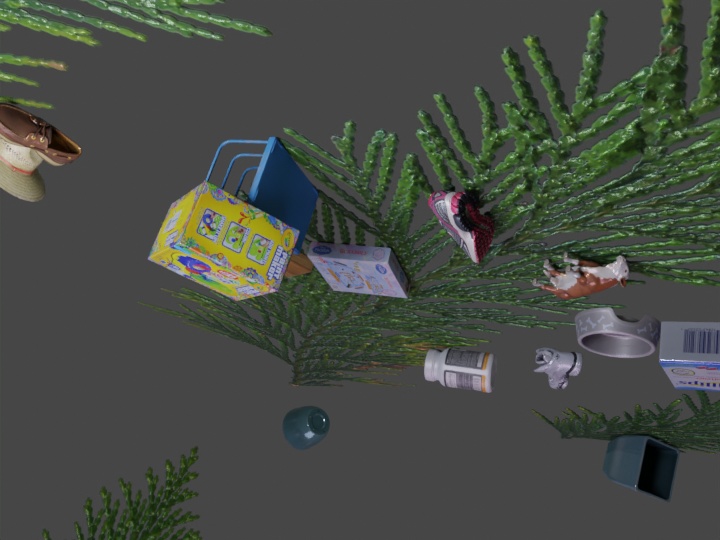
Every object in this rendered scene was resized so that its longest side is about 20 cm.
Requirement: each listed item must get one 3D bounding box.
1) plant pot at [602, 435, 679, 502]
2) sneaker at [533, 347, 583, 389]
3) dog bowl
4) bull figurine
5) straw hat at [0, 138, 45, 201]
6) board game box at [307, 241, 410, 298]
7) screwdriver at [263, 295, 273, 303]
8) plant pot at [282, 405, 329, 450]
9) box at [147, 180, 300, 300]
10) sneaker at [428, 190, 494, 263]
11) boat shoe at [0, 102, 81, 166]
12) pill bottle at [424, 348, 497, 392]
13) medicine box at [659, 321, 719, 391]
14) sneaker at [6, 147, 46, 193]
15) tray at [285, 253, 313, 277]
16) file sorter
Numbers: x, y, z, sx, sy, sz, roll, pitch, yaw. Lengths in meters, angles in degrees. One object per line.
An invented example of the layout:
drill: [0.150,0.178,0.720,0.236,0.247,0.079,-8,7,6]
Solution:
plant pot: [1.007,0.710,2.739,0.195,0.197,0.200,25,165,-26]
sneaker: [0.532,0.268,2.081,0.114,0.075,0.200,14,153,0]
dog bowl: [0.606,0.151,1.770,0.199,0.059,0.200,12,159,4]
bull figurine: [0.446,0.012,1.517,0.121,0.065,0.200,24,154,-15]
straw hat: [-0.692,-0.243,1.517,0.085,0.201,0.201,-37,139,11]
board game box: [0.000,0.000,1.778,0.199,0.041,0.200,6,157,20]
screwdriver: [-0.297,0.047,2.097,0.028,0.029,0.200,-1,158,30]
plant pot: [-0.236,0.721,3.492,0.200,0.201,0.161,26,144,-28]
box: [-0.247,-0.046,1.346,0.192,0.122,0.200,27,160,-24]
sneaker: [0.196,-0.088,1.413,0.074,0.081,0.200,16,156,36]
boat shoe: [-0.631,-0.270,1.461,0.067,0.072,0.200,-4,159,27]
pill bottle: [0.297,0.291,2.217,0.199,0.117,0.116,6,157,20]
medicine box: [0.798,0.198,1.711,0.182,0.103,0.200,-2,153,34]
sneaker: [-0.776,-0.202,1.701,0.073,0.071,0.200,12,158,3]
tray: [-0.220,-0.043,1.812,0.200,0.037,0.098,28,154,-34]
file sorter: [-0.187,-0.141,1.421,0.122,0.139,0.200,7,158,26]
